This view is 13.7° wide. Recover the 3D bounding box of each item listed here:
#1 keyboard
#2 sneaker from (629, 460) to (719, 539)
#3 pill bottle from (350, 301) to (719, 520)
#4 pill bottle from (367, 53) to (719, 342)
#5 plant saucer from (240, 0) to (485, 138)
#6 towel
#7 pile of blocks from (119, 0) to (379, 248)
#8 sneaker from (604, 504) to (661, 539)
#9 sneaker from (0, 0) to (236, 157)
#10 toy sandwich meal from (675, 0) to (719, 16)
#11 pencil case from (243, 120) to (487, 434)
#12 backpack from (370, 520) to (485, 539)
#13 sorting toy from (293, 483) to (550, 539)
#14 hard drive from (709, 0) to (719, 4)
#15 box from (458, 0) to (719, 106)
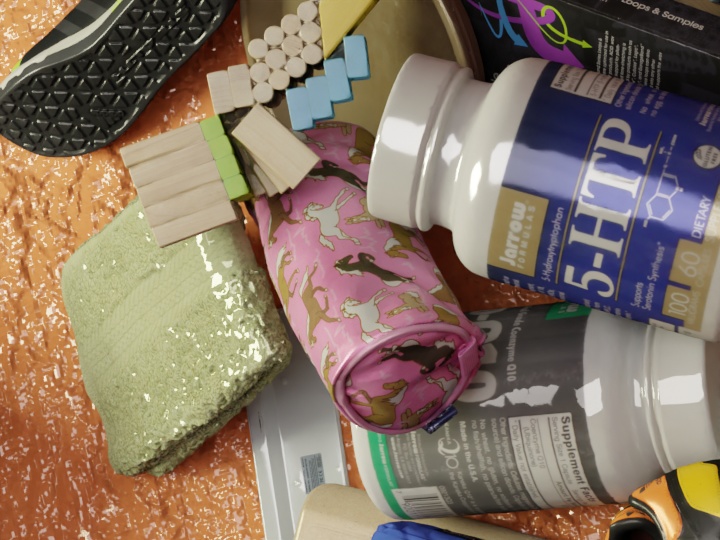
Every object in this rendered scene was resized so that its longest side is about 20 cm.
[{"bbox_3d":[-0.034,0.120,1.742,0.056,0.011,0.200,-11,80,14],"label":"keyboard"},{"bbox_3d":[0.189,0.195,1.518,0.090,0.070,0.200,-10,86,13],"label":"sneaker"},{"bbox_3d":[0.104,0.074,1.637,0.200,0.113,0.113,-7,81,20],"label":"pill bottle"},{"bbox_3d":[0.111,-0.045,1.558,0.200,0.120,0.120,15,89,10],"label":"pill bottle"},{"bbox_3d":[0.005,-0.119,1.689,0.200,0.029,0.200,32,134,40],"label":"plant saucer"},{"bbox_3d":[-0.112,0.028,1.719,0.200,0.036,0.149,-38,69,51],"label":"towel"},{"bbox_3d":[-0.044,-0.091,1.626,0.082,0.062,0.200,45,93,3],"label":"pile of blocks"},{"bbox_3d":[0.164,0.223,1.607,0.070,0.090,0.200,-14,78,19],"label":"sneaker"},{"bbox_3d":[-0.140,-0.143,1.795,0.200,0.072,0.083,-33,29,27],"label":"sneaker"},{"bbox_3d":[0.210,-0.200,1.653,0.205,0.070,0.206,-3,82,21],"label":"toy sandwich meal"},{"bbox_3d":[0.000,0.000,1.617,0.083,0.086,0.200,-50,38,20],"label":"pencil case"},{"bbox_3d":[0.029,0.218,1.565,0.162,0.200,0.168,13,84,19],"label":"backpack"},{"bbox_3d":[0.034,0.236,1.686,0.185,0.036,0.200,14,84,18],"label":"sorting toy"},{"bbox_3d":[0.267,-0.225,1.605,0.135,0.042,0.200,15,74,-3],"label":"hard drive"},{"bbox_3d":[0.144,-0.092,1.637,0.200,0.143,0.036,22,49,21],"label":"box"}]
